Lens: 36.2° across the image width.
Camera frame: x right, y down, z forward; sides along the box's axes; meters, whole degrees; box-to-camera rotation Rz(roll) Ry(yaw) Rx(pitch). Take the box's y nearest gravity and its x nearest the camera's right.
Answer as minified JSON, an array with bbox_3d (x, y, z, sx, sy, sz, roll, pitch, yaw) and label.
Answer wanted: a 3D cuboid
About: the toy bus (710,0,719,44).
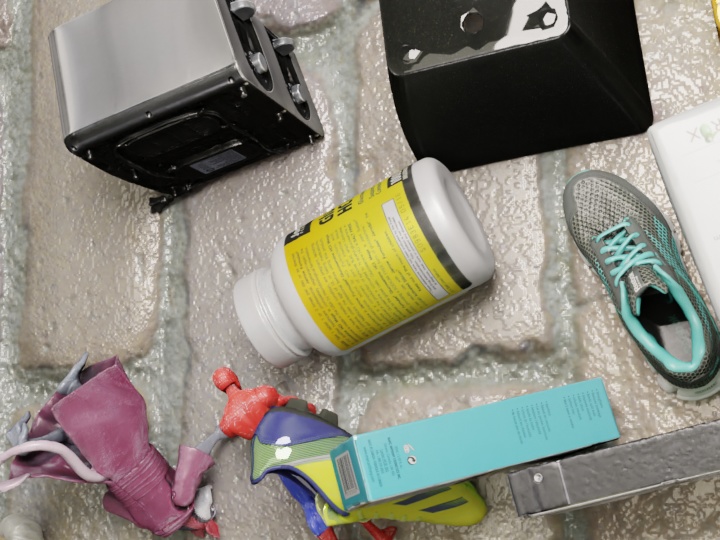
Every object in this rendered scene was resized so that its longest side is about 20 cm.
[{"bbox_3d":[0.367,-0.213,0.822,0.200,0.065,0.078,-11,78,20],"label":"toy bus"}]

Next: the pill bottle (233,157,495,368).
[{"bbox_3d":[0.000,0.000,0.910,0.200,0.112,0.113,-28,74,15],"label":"pill bottle"}]

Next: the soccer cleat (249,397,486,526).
[{"bbox_3d":[0.004,0.172,0.872,0.200,0.065,0.084,24,61,-11],"label":"soccer cleat"}]

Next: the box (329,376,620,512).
[{"bbox_3d":[0.084,0.130,0.824,0.200,0.082,0.049,-11,76,-17],"label":"box"}]

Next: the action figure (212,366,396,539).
[{"bbox_3d":[-0.053,0.156,0.944,0.065,0.099,0.200,-40,94,9],"label":"action figure"}]

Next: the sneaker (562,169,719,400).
[{"bbox_3d":[0.217,0.003,0.837,0.078,0.091,0.200,-34,73,13],"label":"sneaker"}]

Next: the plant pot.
[{"bbox_3d":[0.106,-0.204,0.861,0.200,0.177,0.200,-10,80,19],"label":"plant pot"}]

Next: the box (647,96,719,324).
[{"bbox_3d":[0.323,-0.038,0.743,0.200,0.199,0.172,-21,77,17],"label":"box"}]

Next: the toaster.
[{"bbox_3d":[-0.155,-0.151,0.955,0.200,0.181,0.119,-20,74,17],"label":"toaster"}]

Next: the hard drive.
[{"bbox_3d":[0.218,0.136,0.795,0.200,0.140,0.038,-19,77,17],"label":"hard drive"}]

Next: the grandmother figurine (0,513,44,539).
[{"bbox_3d":[-0.355,0.319,1.037,0.121,0.061,0.200,31,98,13],"label":"grandmother figurine"}]

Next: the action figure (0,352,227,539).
[{"bbox_3d":[-0.191,0.170,0.944,0.134,0.149,0.200,-38,104,22],"label":"action figure"}]
